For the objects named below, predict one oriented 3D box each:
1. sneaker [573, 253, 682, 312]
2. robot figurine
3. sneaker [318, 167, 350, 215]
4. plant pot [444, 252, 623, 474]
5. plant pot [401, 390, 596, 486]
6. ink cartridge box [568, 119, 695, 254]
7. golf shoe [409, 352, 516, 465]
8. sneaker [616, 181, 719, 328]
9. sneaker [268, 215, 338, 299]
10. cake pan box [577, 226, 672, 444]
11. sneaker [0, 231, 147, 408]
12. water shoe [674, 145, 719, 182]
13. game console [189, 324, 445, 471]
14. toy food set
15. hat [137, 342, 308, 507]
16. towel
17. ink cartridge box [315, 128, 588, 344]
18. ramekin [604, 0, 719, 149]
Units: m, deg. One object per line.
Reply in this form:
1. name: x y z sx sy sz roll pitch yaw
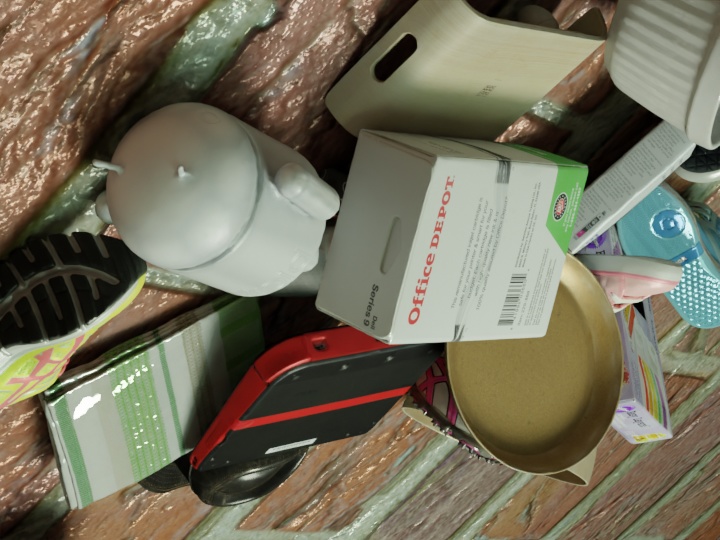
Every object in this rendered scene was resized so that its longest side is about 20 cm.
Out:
1. sneaker: 0.208 0.035 1.555 0.075 0.199 0.106 3 88 -49
2. robot figurine: -0.098 -0.048 1.161 0.169 0.114 0.200 -10 164 26
3. sneaker: 0.041 -0.071 1.361 0.199 0.080 0.087 6 108 -52
4. plant pot: 0.146 0.076 1.454 0.199 0.201 0.027 -17 -177 -34
5. plant pot: 0.157 0.115 1.679 0.135 0.199 0.200 -67 154 -9
6. ink cartridge box: 0.259 -0.093 1.530 0.200 0.043 0.196 -40 175 9
7. golf shoe: 0.084 0.090 1.511 0.092 0.200 0.073 -48 139 8
8. sneaker: 0.318 -0.047 1.721 0.079 0.131 0.200 -22 123 22
9. sneaker: 0.000 0.000 1.390 0.199 0.082 0.077 -11 143 -42
10. cake pan box: 0.261 0.061 1.697 0.052 0.201 0.184 -12 158 16
11. sneaker: -0.230 0.042 1.196 0.199 0.079 0.090 -30 155 12
12. water shoe: 0.394 -0.141 1.658 0.199 0.072 0.079 -35 155 -4
13. game console: -0.032 0.102 1.424 0.199 0.031 0.177 -8 151 -39
14. toy food set: 0.082 -0.160 1.281 0.199 0.061 0.143 0 147 -48
15. hat: -0.103 0.159 1.519 0.200 0.081 0.201 -28 151 -17
16. towel: -0.166 0.103 1.388 0.199 0.031 0.150 -28 139 -23
17. ink cartridge box: 0.073 -0.026 1.292 0.199 0.084 0.147 1 107 -49
18. ramekin: 0.273 -0.206 1.310 0.201 0.105 0.201 -53 162 -26
